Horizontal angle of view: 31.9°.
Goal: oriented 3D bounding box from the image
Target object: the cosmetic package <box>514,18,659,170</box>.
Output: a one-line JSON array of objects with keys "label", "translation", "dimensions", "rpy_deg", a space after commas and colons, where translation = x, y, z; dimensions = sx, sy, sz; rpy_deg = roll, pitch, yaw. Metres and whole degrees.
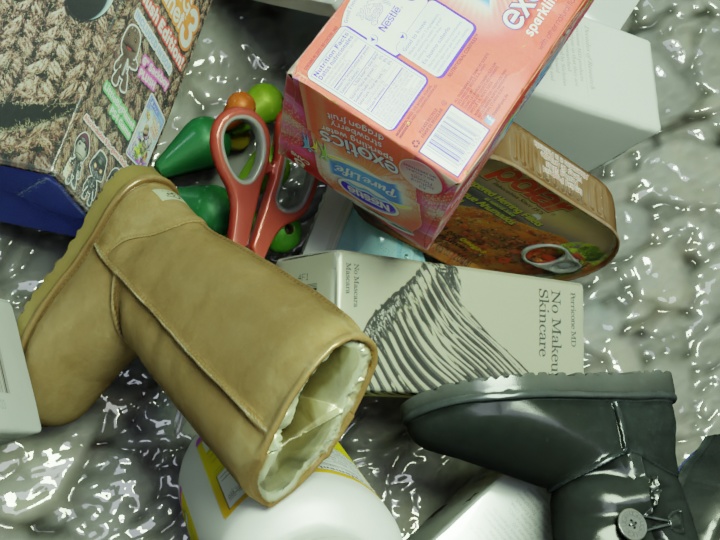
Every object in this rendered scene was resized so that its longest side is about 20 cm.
[{"label": "cosmetic package", "translation": [0.086, -0.123, 0.815], "dimensions": [0.199, 0.101, 0.075], "rpy_deg": [11, 66, -32]}]

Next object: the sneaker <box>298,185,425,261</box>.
[{"label": "sneaker", "translation": [0.000, 0.000, 0.811], "dimensions": [0.081, 0.074, 0.201], "rpy_deg": [22, 71, -3]}]

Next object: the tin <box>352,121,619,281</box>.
[{"label": "tin", "translation": [0.080, -0.042, 0.779], "dimensions": [0.199, 0.111, 0.042], "rpy_deg": [26, 59, -42]}]

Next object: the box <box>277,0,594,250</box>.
[{"label": "box", "translation": [0.052, -0.127, 0.662], "dimensions": [0.102, 0.095, 0.201], "rpy_deg": [32, 70, 4]}]

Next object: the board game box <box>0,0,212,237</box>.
[{"label": "board game box", "translation": [-0.197, -0.136, 0.760], "dimensions": [0.158, 0.097, 0.202], "rpy_deg": [11, 69, 16]}]

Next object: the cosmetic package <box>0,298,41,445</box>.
[{"label": "cosmetic package", "translation": [-0.285, 0.077, 0.661], "dimensions": [0.198, 0.113, 0.082], "rpy_deg": [-18, 78, 7]}]

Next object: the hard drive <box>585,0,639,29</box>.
[{"label": "hard drive", "translation": [0.127, -0.264, 0.909], "dimensions": [0.200, 0.025, 0.132], "rpy_deg": [39, 62, -5]}]

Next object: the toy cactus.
[{"label": "toy cactus", "translation": [-0.112, -0.042, 0.799], "dimensions": [0.164, 0.102, 0.202], "rpy_deg": [14, 73, 11]}]

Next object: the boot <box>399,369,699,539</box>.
[{"label": "boot", "translation": [0.112, 0.160, 0.688], "dimensions": [0.163, 0.066, 0.202], "rpy_deg": [-3, 73, -7]}]

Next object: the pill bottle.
[{"label": "pill bottle", "translation": [-0.037, 0.146, 0.681], "dimensions": [0.103, 0.200, 0.105], "rpy_deg": [-3, 103, -14]}]

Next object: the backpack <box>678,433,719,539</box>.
[{"label": "backpack", "translation": [0.262, 0.195, 0.756], "dimensions": [0.154, 0.199, 0.192], "rpy_deg": [31, 66, -48]}]

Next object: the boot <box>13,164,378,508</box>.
[{"label": "boot", "translation": [-0.101, 0.056, 0.664], "dimensions": [0.066, 0.176, 0.200], "rpy_deg": [9, 23, -48]}]

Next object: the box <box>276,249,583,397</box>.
[{"label": "box", "translation": [0.045, 0.039, 0.770], "dimensions": [0.199, 0.068, 0.083], "rpy_deg": [6, 81, -37]}]

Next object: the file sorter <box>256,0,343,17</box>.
[{"label": "file sorter", "translation": [-0.045, -0.258, 0.778], "dimensions": [0.139, 0.200, 0.125], "rpy_deg": [-47, 122, -9]}]

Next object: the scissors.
[{"label": "scissors", "translation": [-0.064, -0.001, 0.742], "dimensions": [0.073, 0.014, 0.202], "rpy_deg": [9, 86, -31]}]

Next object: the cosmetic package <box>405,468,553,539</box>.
[{"label": "cosmetic package", "translation": [0.071, 0.175, 0.762], "dimensions": [0.200, 0.102, 0.074], "rpy_deg": [-37, 84, -22]}]
